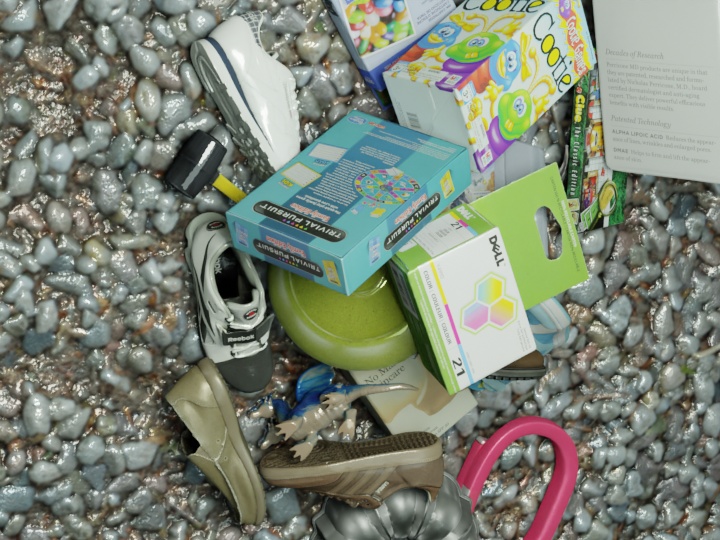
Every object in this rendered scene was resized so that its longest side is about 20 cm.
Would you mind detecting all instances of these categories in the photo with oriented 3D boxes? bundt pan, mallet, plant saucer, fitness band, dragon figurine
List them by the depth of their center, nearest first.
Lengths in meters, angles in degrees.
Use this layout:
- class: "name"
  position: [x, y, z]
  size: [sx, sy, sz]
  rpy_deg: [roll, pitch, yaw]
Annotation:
- class: "plant saucer"
  position: [0.000, 0.000, 1.633]
  size: [0.197, 0.031, 0.203]
  rpy_deg: [-1, 83, 6]
- class: "mallet"
  position: [-0.119, -0.059, 1.655]
  size: [0.066, 0.041, 0.200]
  rpy_deg: [-47, 121, -5]
- class: "dragon figurine"
  position: [-0.037, 0.137, 1.690]
  size: [0.199, 0.100, 0.059]
  rpy_deg: [-32, 113, 14]
- class: "bundt pan"
  position: [0.044, 0.316, 1.793]
  size: [0.199, 0.076, 0.205]
  rpy_deg: [-3, 105, -10]
- class: "fitness band"
  position: [0.176, 0.264, 1.881]
  size: [0.142, 0.037, 0.202]
  rpy_deg: [19, 99, -29]

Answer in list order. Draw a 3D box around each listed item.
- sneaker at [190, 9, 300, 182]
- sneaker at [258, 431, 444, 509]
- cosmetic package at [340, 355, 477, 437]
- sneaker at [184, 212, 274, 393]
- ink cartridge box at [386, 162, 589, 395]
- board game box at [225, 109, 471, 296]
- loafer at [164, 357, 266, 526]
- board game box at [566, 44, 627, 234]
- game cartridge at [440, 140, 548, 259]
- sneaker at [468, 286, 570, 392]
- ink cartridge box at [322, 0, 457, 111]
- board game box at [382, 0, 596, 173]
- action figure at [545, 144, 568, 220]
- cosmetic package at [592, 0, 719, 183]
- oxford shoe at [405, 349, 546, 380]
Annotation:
- class: "sneaker"
  position: [-0.092, -0.161, 1.617]
  size: [0.080, 0.076, 0.201]
  rpy_deg: [-36, 119, -21]
- class: "sneaker"
  position: [-0.008, 0.224, 1.713]
  size: [0.197, 0.071, 0.077]
  rpy_deg: [-6, 108, 1]
- class: "cosmetic package"
  position: [0.031, 0.093, 1.743]
  size: [0.105, 0.071, 0.201]
  rpy_deg: [-39, 117, -7]
- class: "sneaker"
  position: [-0.129, 0.047, 1.654]
  size: [0.073, 0.088, 0.202]
  rpy_deg: [-24, 115, -16]
- class: "ink cartridge box"
  position: [0.139, 0.005, 1.579]
  size: [0.198, 0.076, 0.149]
  rpy_deg: [-26, 118, -10]
- class: "board game box"
  position: [-0.009, -0.071, 1.571]
  size: [0.200, 0.150, 0.047]
  rpy_deg: [-42, 138, -33]
- class: "loafer"
  position: [-0.153, 0.187, 1.696]
  size: [0.067, 0.076, 0.202]
  rpy_deg: [-20, 112, -7]
- class: "board game box"
  position: [0.265, -0.147, 1.768]
  size: [0.104, 0.023, 0.203]
  rpy_deg: [-15, 112, -52]
- class: "game cartridge"
  position: [0.094, -0.073, 1.670]
  size: [0.197, 0.042, 0.135]
  rpy_deg: [-3, 81, 7]
- class: "sneaker"
  position: [0.159, 0.072, 1.745]
  size: [0.130, 0.080, 0.200]
  rpy_deg: [-38, 157, -2]
- class: "ink cartridge box"
  position: [0.030, -0.274, 1.650]
  size: [0.119, 0.042, 0.201]
  rpy_deg: [-35, 118, -11]
- class: "board game box"
  position: [0.134, -0.206, 1.636]
  size: [0.200, 0.102, 0.106]
  rpy_deg: [-44, 130, -27]
- class: "action figure"
  position: [0.158, -0.050, 1.732]
  size: [0.199, 0.119, 0.103]
  rpy_deg: [-30, 77, -6]
- class: "cosmetic package"
  position: [0.364, -0.218, 1.712]
  size: [0.164, 0.164, 0.203]
  rpy_deg: [-26, 116, -40]
- class: "oxford shoe"
  position: [0.107, 0.062, 1.668]
  size: [0.198, 0.073, 0.085]
  rpy_deg: [18, 91, -11]
